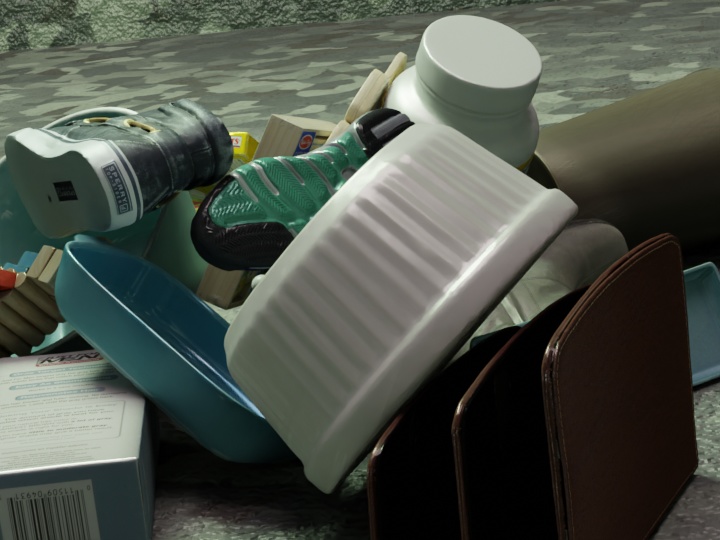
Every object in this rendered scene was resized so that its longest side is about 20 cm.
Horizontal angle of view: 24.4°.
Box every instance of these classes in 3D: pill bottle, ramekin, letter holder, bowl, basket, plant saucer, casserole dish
[{"bbox_3d":[0.061,-0.076,1.188,0.112,0.200,0.113,9,41,-8],"label":"pill bottle"},{"bbox_3d":[0.015,0.012,0.870,0.094,0.202,0.202,42,27,6],"label":"ramekin"},{"bbox_3d":[0.087,0.065,0.810,0.100,0.142,0.200,2,17,26],"label":"letter holder"},{"bbox_3d":[-0.182,0.000,1.134,0.201,0.105,0.201,-19,49,23],"label":"bowl"},{"bbox_3d":[0.211,-0.069,1.292,0.200,0.136,0.180,-18,17,-26],"label":"basket"},{"bbox_3d":[0.150,0.051,0.998,0.200,0.070,0.019,-16,-8,-32],"label":"plant saucer"},{"bbox_3d":[-0.100,0.051,0.962,0.200,0.039,0.121,38,10,22],"label":"casserole dish"}]

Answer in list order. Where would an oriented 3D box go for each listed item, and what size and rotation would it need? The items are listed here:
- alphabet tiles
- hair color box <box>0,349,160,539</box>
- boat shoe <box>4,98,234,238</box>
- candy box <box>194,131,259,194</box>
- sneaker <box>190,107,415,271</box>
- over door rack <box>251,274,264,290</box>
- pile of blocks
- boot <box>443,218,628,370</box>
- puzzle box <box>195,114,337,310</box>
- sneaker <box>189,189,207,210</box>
[{"bbox_3d":[-0.015,-0.059,1.222,0.015,0.200,0.196,28,63,8],"label":"alphabet tiles"},{"bbox_3d":[-0.166,0.101,0.931,0.099,0.061,0.200,-6,16,-4],"label":"hair color box"},{"bbox_3d":[-0.153,-0.064,1.044,0.091,0.071,0.200,-24,17,-25],"label":"boat shoe"},{"bbox_3d":[-0.102,-0.071,1.416,0.102,0.026,0.200,-1,-17,20],"label":"candy box"},{"bbox_3d":[-0.036,-0.032,1.052,0.200,0.074,0.088,-27,-14,-42],"label":"sneaker"},{"bbox_3d":[0.000,0.000,1.096,0.200,0.067,0.148,-31,2,31],"label":"over door rack"},{"bbox_3d":[-0.243,0.026,1.041,0.200,0.062,0.082,-35,46,8],"label":"pile of blocks"},{"bbox_3d":[0.131,0.033,1.080,0.200,0.068,0.131,-26,26,-30],"label":"boot"},{"bbox_3d":[-0.054,-0.044,1.180,0.025,0.133,0.200,24,8,8],"label":"puzzle box"},{"bbox_3d":[-0.145,-0.024,1.358,0.200,0.078,0.090,-4,22,13],"label":"sneaker"}]
